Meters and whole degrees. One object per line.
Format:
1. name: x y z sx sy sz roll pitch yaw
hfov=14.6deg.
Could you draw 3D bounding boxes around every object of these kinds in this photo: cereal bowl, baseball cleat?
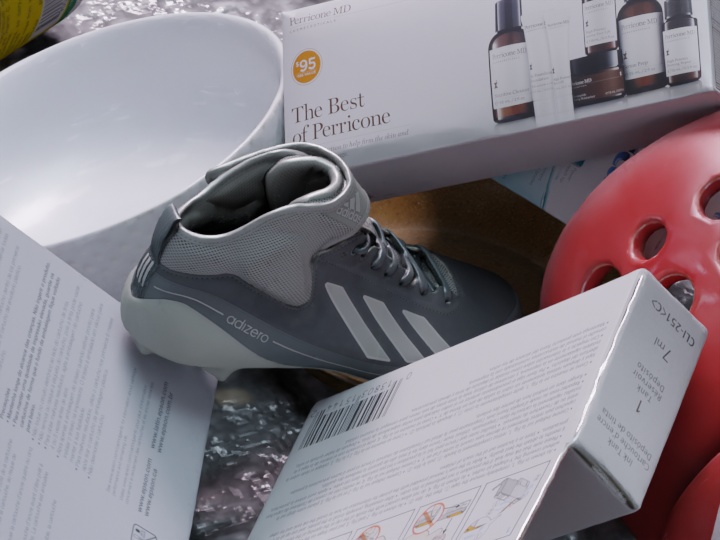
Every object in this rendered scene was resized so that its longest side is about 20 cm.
1. cereal bowl: -0.112 -0.032 1.284 0.200 0.083 0.200 -16 32 10
2. baseball cleat: 0.000 0.000 1.174 0.200 0.107 0.070 -3 43 -37

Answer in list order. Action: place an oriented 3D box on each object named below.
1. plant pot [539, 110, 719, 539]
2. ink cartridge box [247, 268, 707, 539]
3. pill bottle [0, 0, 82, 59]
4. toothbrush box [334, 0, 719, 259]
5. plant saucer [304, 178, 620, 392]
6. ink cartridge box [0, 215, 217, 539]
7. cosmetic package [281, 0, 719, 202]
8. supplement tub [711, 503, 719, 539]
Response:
1. plant pot: 0.187 0.059 1.146 0.200 0.201 0.183 -2 46 -12
2. ink cartridge box: 0.025 0.099 1.077 0.045 0.200 0.176 44 49 -19
3. pill bottle: -0.234 -0.139 1.413 0.113 0.113 0.200 24 39 22
4. toothbrush box: 0.098 -0.075 1.293 0.200 0.085 0.146 34 11 33
5. plant saucer: 0.037 0.013 1.312 0.200 0.035 0.200 5 36 -4
6. ink cartridge box: -0.149 0.065 1.087 0.200 0.041 0.200 40 36 -26
7. cosmetic package: 0.063 -0.087 1.197 0.200 0.051 0.083 -11 68 26
8. supplement tub: 0.179 0.149 1.005 0.132 0.200 0.132 4 36 -3
